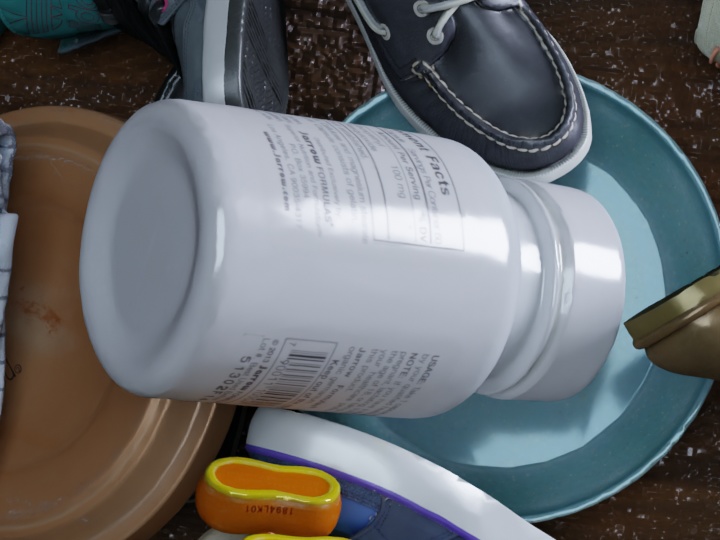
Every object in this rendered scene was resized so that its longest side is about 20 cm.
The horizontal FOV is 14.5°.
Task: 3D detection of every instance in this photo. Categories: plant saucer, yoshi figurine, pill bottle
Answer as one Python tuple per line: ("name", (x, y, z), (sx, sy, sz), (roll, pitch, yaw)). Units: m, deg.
("plant saucer", (-0.140, 0.029, 1.193), (0.200, 0.032, 0.201), (-5, 80, 29))
("plant saucer", (0.060, 0.011, 1.223), (0.199, 0.036, 0.201), (-1, 82, 4))
("yoshi figurine", (-0.059, 0.178, 1.096), (0.112, 0.112, 0.201), (24, 119, 26))
("pill bottle", (0.000, 0.000, 1.115), (0.199, 0.114, 0.115), (7, 80, -32))

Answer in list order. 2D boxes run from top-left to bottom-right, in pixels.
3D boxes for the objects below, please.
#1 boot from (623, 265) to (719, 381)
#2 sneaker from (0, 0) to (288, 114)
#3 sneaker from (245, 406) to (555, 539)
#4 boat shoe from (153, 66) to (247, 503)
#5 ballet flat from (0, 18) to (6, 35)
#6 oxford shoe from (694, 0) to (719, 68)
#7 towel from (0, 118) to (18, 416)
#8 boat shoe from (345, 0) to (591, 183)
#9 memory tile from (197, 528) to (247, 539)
("boot", (0.207, 0.084, 1.147), (0.066, 0.175, 0.201), (-34, 76, 40))
("sneaker", (-0.097, -0.115, 1.198), (0.120, 0.084, 0.200), (-11, 41, 7))
("sneaker", (0.014, 0.159, 1.142), (0.200, 0.081, 0.147), (32, 79, -21))
("boat shoe", (-0.072, -0.001, 1.221), (0.073, 0.063, 0.202), (6, 81, 7))
("ballet flat", (-0.221, -0.080, 1.240), (0.068, 0.068, 0.200), (32, 85, 19))
("oxford shoe", (0.186, -0.093, 1.218), (0.074, 0.071, 0.201), (-22, 71, 4))
("towel", (-0.230, 0.024, 1.156), (0.165, 0.086, 0.201), (12, 98, 22))
("boat shoe", (0.031, -0.123, 1.205), (0.074, 0.060, 0.200), (-27, 64, -8))
("memory tile", (-0.039, 0.216, 1.177), (0.153, 0.017, 0.201), (27, 84, -18))
